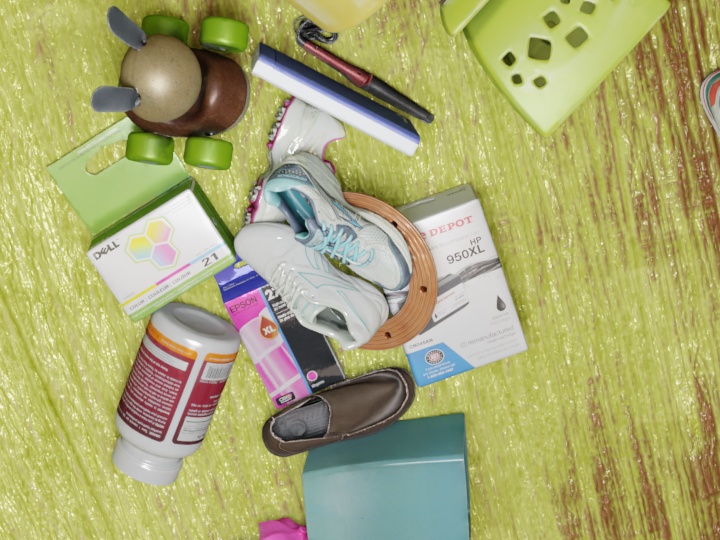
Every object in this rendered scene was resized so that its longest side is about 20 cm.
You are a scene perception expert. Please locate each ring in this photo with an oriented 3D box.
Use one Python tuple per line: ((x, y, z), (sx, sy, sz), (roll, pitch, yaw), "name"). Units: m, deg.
((0.000, 0.000, 1.699), (0.200, 0.019, 0.201), (11, 118, 22), "ring")

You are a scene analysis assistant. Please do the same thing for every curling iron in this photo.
((0.006, -0.232, 1.704), (0.200, 0.026, 0.050), (37, 103, -13), "curling iron")

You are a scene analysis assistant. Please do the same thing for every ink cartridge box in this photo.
((-0.101, 0.063, 1.776), (0.094, 0.037, 0.201), (-25, 104, 3), "ink cartridge box")
((-0.258, -0.065, 1.707), (0.147, 0.076, 0.200), (-31, 107, 5), "ink cartridge box")
((0.100, 0.017, 1.750), (0.144, 0.084, 0.201), (-20, 106, 2), "ink cartridge box")

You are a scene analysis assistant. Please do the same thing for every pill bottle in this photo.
((-0.227, 0.149, 1.749), (0.113, 0.113, 0.201), (20, 105, -9), "pill bottle")

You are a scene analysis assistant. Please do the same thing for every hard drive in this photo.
((-0.030, -0.196, 1.657), (0.199, 0.132, 0.025), (27, 102, -11), "hard drive")

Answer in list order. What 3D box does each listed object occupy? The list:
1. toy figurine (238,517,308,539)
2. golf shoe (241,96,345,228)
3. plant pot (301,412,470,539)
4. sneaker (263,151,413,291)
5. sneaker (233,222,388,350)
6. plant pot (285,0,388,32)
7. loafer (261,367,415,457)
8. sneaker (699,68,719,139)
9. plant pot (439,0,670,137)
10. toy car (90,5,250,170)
((-0.113, 0.403, 1.842), (0.199, 0.150, 0.185), (-1, 93, 22), "toy figurine")
((-0.081, -0.099, 1.713), (0.091, 0.075, 0.201), (17, 105, -12), "golf shoe")
((0.033, 0.268, 1.794), (0.199, 0.141, 0.142), (-3, 106, 6), "plant pot")
((-0.031, -0.040, 1.632), (0.200, 0.086, 0.078), (41, 126, 5), "sneaker")
((-0.062, 0.016, 1.667), (0.200, 0.080, 0.071), (33, 127, 1), "sneaker")
((-0.049, -0.370, 1.586), (0.201, 0.201, 0.189), (-41, 120, 8), "plant pot")
((-0.025, 0.175, 1.772), (0.199, 0.071, 0.073), (-25, 80, -2), "loafer")
((0.472, -0.145, 1.725), (0.070, 0.093, 0.200), (-32, 105, 5), "sneaker")
((0.200, -0.286, 1.620), (0.181, 0.200, 0.199), (41, 100, -6), "plant pot")
((-0.227, -0.206, 1.576), (0.157, 0.200, 0.165), (6, 88, 27), "toy car")
